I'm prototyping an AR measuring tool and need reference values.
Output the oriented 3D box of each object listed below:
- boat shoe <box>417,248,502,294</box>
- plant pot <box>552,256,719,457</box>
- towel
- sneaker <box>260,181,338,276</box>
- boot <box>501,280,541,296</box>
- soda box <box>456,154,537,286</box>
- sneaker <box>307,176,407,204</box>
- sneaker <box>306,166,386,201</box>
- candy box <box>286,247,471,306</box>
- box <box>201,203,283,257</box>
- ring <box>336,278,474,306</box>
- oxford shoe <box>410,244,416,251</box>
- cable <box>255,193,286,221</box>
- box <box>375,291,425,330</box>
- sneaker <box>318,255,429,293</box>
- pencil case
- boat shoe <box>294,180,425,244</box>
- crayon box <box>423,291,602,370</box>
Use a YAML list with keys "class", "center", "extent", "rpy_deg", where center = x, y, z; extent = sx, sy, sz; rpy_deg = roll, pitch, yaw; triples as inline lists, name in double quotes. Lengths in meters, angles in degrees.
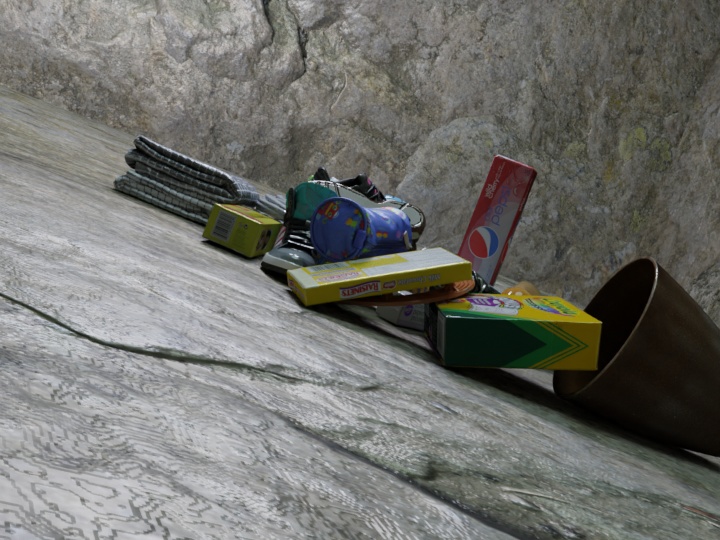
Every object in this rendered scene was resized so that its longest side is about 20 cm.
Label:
- class: "boat shoe"
  center: [0.156, 0.035, 1.514]
  extent: [0.197, 0.073, 0.071]
  rpy_deg: [28, -14, -2]
- class: "plant pot"
  center: [0.353, 0.120, 1.163]
  extent: [0.198, 0.188, 0.187]
  rpy_deg: [35, 4, -6]
- class: "towel"
  center: [-0.261, -0.132, 1.565]
  extent: [0.197, 0.087, 0.166]
  rpy_deg: [22, 4, 3]
- class: "sneaker"
  center: [-0.070, -0.052, 1.319]
  extent: [0.082, 0.123, 0.200]
  rpy_deg: [20, 5, -6]
- class: "boot"
  center: [0.271, 0.108, 1.465]
  extent: [0.201, 0.071, 0.144]
  rpy_deg: [45, 31, 4]
- class: "soda box"
  center: [0.212, -0.076, 1.610]
  extent: [0.069, 0.203, 0.063]
  rpy_deg: [22, 6, 15]
- class: "sneaker"
  center: [0.002, -0.093, 1.651]
  extent: [0.196, 0.076, 0.087]
  rpy_deg: [17, 11, -6]
- class: "sneaker"
  center: [0.009, -0.102, 1.551]
  extent: [0.197, 0.085, 0.077]
  rpy_deg: [18, 8, -21]
- class: "candy box"
  center: [0.020, 0.005, 1.175]
  extent: [0.196, 0.027, 0.102]
  rpy_deg: [-8, 15, -14]
- class: "box"
  center: [-0.158, -0.057, 1.408]
  extent: [0.074, 0.051, 0.200]
  rpy_deg: [23, 5, 4]
- class: "ring"
  center: [0.042, 0.013, 1.249]
  extent: [0.196, 0.020, 0.201]
  rpy_deg: [-4, 12, 1]
- class: "oxford shoe"
  center: [0.067, -0.007, 1.622]
  extent: [0.071, 0.086, 0.200]
  rpy_deg: [-20, -4, 8]
- class: "cable"
  center: [-0.078, -0.056, 1.595]
  extent: [0.198, 0.070, 0.199]
  rpy_deg: [28, 5, 25]
- class: "box"
  center: [0.097, 0.059, 1.337]
  extent: [0.041, 0.039, 0.198]
  rpy_deg: [23, 5, 38]
- class: "sneaker"
  center: [0.000, 0.000, 1.473]
  extent: [0.197, 0.077, 0.088]
  rpy_deg: [24, -11, -15]
- class: "pencil case"
  center: [0.007, -0.047, 1.304]
  extent: [0.085, 0.080, 0.199]
  rpy_deg: [19, 6, 20]
- class: "boat shoe"
  center: [-0.008, -0.068, 1.482]
  extent: [0.198, 0.075, 0.076]
  rpy_deg: [16, 48, -9]
- class: "crayon box"
  center: [0.167, 0.066, 1.175]
  extent: [0.169, 0.060, 0.200]
  rpy_deg: [1, 7, -3]
